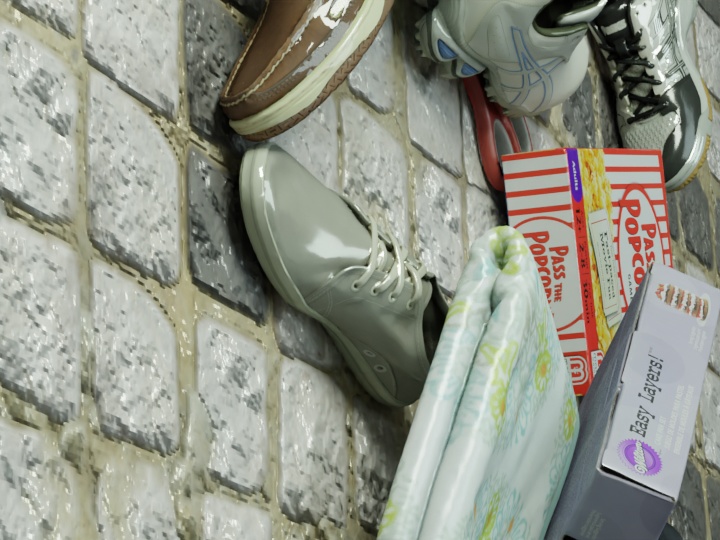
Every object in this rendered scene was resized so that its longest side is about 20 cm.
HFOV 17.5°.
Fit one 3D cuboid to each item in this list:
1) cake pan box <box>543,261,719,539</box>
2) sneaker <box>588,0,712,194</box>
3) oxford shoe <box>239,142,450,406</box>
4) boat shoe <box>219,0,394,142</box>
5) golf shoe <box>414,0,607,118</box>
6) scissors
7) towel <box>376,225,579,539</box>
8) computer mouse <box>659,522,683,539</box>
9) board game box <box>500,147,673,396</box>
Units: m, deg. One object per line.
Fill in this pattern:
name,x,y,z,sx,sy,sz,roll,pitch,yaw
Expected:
cake pan box,0.135,0.122,1.301,0.200,0.052,0.185,-66,176,-54
sneaker,0.196,-0.152,1.672,0.087,0.075,0.201,21,56,-44
oxford shoe,0.000,0.000,1.179,0.200,0.057,0.076,51,38,-43
boat shoe,-0.021,-0.155,1.160,0.075,0.074,0.203,46,57,-23
golf shoe,0.111,-0.142,1.406,0.200,0.097,0.079,8,73,-63
scissors,0.064,-0.139,1.432,0.201,0.014,0.073,66,30,-24
towel,0.064,0.105,1.193,0.172,0.048,0.201,73,31,-56
computer mouse,0.195,0.249,1.518,0.059,0.034,0.201,52,36,-46
board game box,0.152,-0.002,1.507,0.200,0.046,0.153,-8,92,-66
